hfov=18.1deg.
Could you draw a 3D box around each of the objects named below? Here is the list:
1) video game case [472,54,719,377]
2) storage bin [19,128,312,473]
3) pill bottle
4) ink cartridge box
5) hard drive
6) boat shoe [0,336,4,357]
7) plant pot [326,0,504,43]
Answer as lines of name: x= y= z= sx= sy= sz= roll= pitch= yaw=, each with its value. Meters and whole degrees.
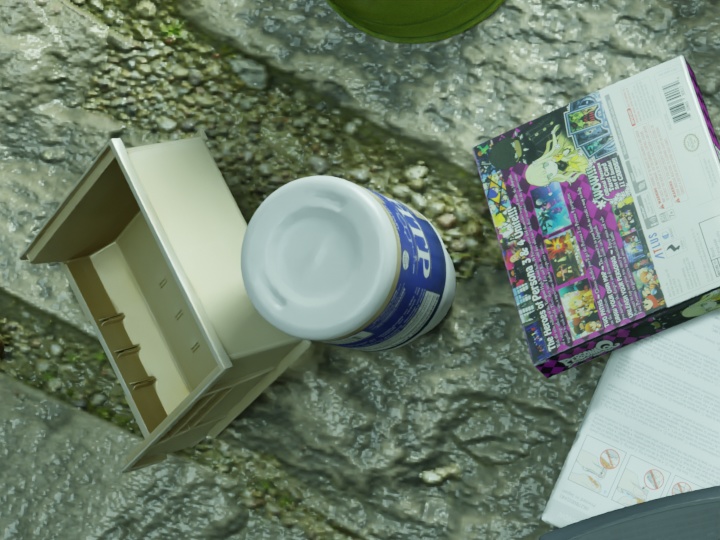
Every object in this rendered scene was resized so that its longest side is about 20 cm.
video game case: x=0.191 y=-0.042 z=1.695 sx=0.181 sy=0.036 sz=0.200 roll=-24 pitch=59 yaw=16
storage bin: x=-0.160 y=0.026 z=1.771 sx=0.199 sy=0.094 sz=0.200 roll=-44 pitch=68 yaw=46
pill bottle: x=0.000 y=0.000 z=1.700 sx=0.119 sy=0.200 sz=0.120 roll=-2 pitch=84 yaw=19
ink cartridge box: x=0.247 y=0.126 z=1.682 sx=0.161 sy=0.050 sz=0.200 roll=24 pitch=95 yaw=20
hard drive: x=0.236 y=0.226 z=1.618 sx=0.200 sy=0.042 sz=0.135 roll=-14 pitch=78 yaw=9
boat shoe: x=-0.392 y=0.097 z=1.904 sx=0.200 sy=0.072 sz=0.065 roll=-39 pitch=64 yaw=9
plant pot: x=0.015 y=-0.292 z=1.731 sx=0.200 sy=0.193 sz=0.201 roll=-2 pitch=83 yaw=20
